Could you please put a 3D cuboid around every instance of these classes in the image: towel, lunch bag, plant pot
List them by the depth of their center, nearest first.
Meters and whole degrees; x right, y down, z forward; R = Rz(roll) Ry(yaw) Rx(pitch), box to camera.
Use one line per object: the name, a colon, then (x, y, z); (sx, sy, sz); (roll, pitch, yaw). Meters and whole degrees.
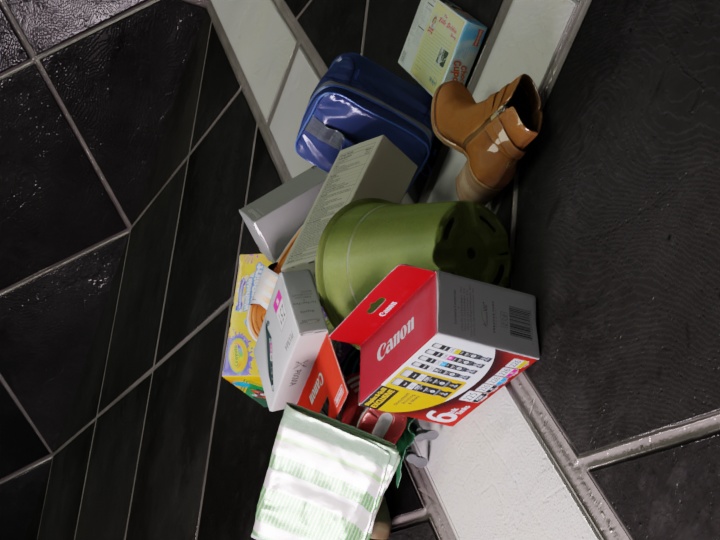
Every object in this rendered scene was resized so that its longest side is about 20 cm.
plant pot: (0.079, -0.006, 1.571); (0.189, 0.199, 0.202); (-14, 62, 52)
towel: (-0.046, 0.272, 1.593); (0.023, 0.151, 0.202); (-59, -13, -63)
lunch bag: (0.015, -0.189, 1.817); (0.136, 0.199, 0.133); (-58, 8, 42)

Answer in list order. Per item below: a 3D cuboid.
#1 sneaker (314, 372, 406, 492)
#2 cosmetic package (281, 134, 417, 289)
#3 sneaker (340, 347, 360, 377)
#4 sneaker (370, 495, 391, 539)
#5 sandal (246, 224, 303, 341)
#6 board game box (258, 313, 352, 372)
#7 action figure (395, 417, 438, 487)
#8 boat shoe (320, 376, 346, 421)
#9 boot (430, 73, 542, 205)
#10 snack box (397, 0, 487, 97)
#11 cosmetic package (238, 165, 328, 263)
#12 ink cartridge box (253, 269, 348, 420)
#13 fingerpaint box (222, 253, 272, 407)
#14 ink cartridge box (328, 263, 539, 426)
sneaker: (-0.005, 0.211, 1.644); (0.201, 0.078, 0.116); (-55, 21, 24)
cosmetic package: (-0.014, -0.069, 1.696); (0.103, 0.073, 0.201); (-13, 44, 53)
sneaker: (-0.010, 0.124, 1.853); (0.082, 0.073, 0.202); (-36, 49, 40)
sneaker: (-0.005, 0.281, 1.711); (0.200, 0.066, 0.091); (-157, 77, -72)
sandal: (-0.107, 0.008, 1.882); (0.208, 0.079, 0.059); (-64, -15, -13)
board game box: (-0.059, 0.096, 1.770); (0.121, 0.032, 0.200); (-57, 19, -20)
action figure: (0.046, 0.171, 1.678); (0.119, 0.054, 0.200); (-68, 25, 23)
boat shoe: (-0.023, 0.175, 1.744); (0.066, 0.072, 0.200); (-60, 36, 11)
boot: (0.156, -0.194, 1.606); (0.156, 0.076, 0.202); (126, 149, -46)
snack box: (0.114, -0.321, 1.860); (0.200, 0.037, 0.117); (-120, 48, -62)
cosmetic package: (-0.076, -0.098, 1.982); (0.091, 0.199, 0.107); (65, 167, -20)
ink cartridge box: (-0.079, 0.125, 1.631); (0.201, 0.043, 0.175); (113, 145, -53)
fingerpaint box: (-0.141, 0.097, 2.060); (0.167, 0.073, 0.202); (49, -137, -60)
ink cartridge box: (0.077, 0.089, 1.483); (0.200, 0.174, 0.085); (132, 146, -51)
